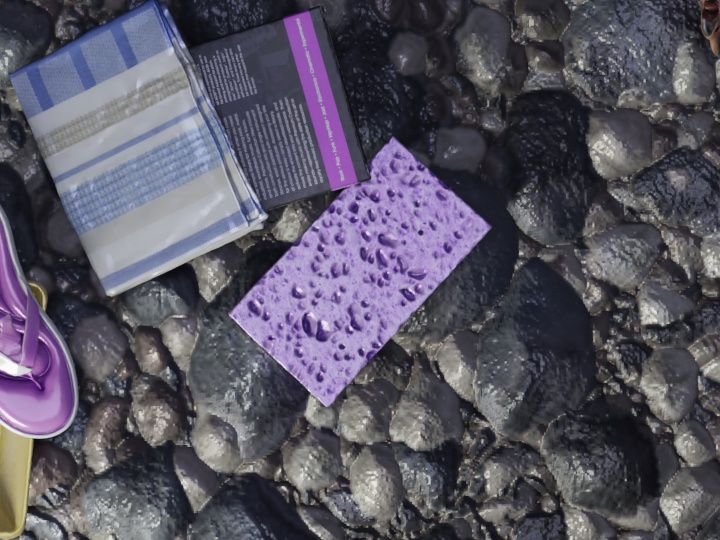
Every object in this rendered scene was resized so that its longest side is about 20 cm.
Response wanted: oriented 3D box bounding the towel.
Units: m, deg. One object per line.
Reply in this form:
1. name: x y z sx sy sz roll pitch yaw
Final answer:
1. towel: -0.175 -0.096 1.528 0.146 0.024 0.201 -26 86 7

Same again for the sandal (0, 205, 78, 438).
1. sandal: -0.281 0.036 1.488 0.082 0.050 0.204 -24 90 -5

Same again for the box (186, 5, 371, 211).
1. box: -0.105 -0.113 1.551 0.198 0.036 0.144 -16 88 2

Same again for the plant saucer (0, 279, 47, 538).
1. plant saucer: -0.352 0.101 1.528 0.198 0.048 0.202 5 88 -5

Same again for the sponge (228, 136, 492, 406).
1. sponge: 0.000 0.000 1.570 0.111 0.030 0.200 43 85 -2

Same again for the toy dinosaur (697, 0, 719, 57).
1. toy dinosaur: 0.347 -0.242 1.587 0.198 0.086 0.137 -1 98 -21
